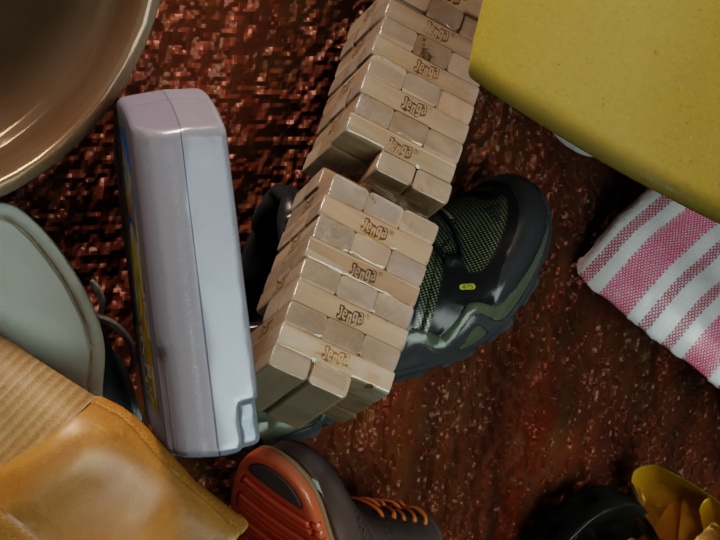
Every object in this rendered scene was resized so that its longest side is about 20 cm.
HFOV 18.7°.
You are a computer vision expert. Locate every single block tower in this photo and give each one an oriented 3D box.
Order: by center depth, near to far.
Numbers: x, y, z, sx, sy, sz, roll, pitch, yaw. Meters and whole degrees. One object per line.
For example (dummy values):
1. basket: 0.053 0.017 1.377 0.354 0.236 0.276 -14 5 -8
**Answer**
1. block tower: 0.003 -0.030 0.934 0.054 0.058 0.201 25 64 -15

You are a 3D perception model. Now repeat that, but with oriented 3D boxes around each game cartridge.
1. game cartridge: -0.071 -0.002 0.845 0.040 0.200 0.134 -3 90 -9

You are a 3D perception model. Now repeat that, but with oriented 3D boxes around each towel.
1. towel: 0.221 0.018 1.062 0.200 0.030 0.146 38 126 -5

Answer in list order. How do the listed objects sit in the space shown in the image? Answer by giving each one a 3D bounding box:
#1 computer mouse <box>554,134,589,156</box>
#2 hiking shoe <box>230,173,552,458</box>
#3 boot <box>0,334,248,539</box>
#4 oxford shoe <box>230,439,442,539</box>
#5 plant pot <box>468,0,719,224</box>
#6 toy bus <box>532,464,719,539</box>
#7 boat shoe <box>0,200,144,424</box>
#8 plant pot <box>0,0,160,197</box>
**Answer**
1. computer mouse: 0.165 -0.111 1.063 0.199 0.044 0.110 -21 92 -19
2. hiking shoe: 0.000 0.000 0.986 0.200 0.076 0.101 -33 126 -17
3. boot: -0.151 0.134 0.884 0.144 0.071 0.201 42 107 -2
4. oxford shoe: -0.006 0.124 1.021 0.073 0.071 0.200 -46 149 -17
5. plant pot: 0.151 -0.131 0.902 0.176 0.200 0.201 15 107 9
6. toy bus: 0.132 0.232 1.141 0.200 0.136 0.192 -37 140 -13
7. boat shoe: -0.127 0.055 0.928 0.075 0.062 0.201 -22 113 4
8. plant pot: -0.179 -0.126 0.813 0.200 0.093 0.202 -12 114 -28
